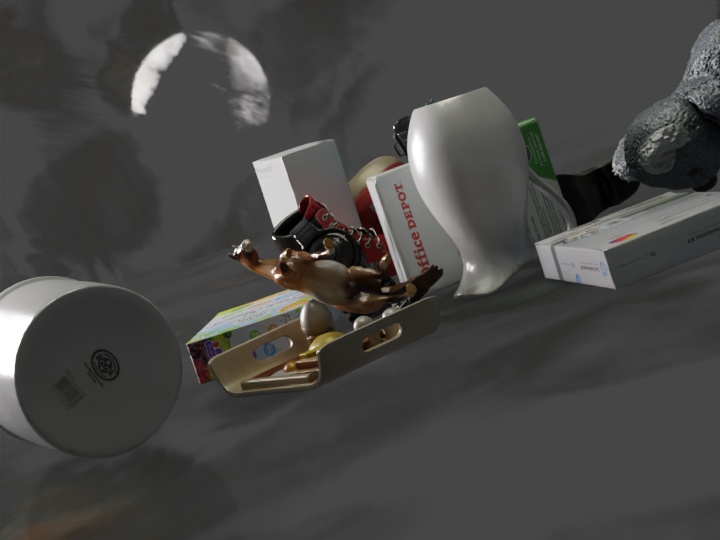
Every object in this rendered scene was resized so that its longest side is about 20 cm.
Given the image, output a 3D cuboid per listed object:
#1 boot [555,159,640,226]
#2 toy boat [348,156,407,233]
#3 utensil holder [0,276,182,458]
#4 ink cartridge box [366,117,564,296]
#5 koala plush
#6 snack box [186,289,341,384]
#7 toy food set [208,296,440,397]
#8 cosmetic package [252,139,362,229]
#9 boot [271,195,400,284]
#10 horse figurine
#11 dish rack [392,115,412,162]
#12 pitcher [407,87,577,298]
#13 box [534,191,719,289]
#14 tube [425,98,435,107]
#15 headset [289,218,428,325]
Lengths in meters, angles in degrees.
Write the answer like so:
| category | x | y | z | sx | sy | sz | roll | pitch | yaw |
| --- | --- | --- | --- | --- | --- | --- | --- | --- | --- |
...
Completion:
| category | x | y | z | sx | sy | sz | roll | pitch | yaw |
| --- | --- | --- | --- | --- | --- | --- | --- | --- | --- |
| boot | 0.236 | -0.077 | 1.880 | 0.199 | 0.070 | 0.174 | -18 | -1 | -30 |
| toy boat | 0.055 | -0.059 | 1.999 | 0.131 | 0.131 | 0.200 | -49 | -32 | 6 |
| utensil holder | -0.272 | 0.090 | 1.442 | 0.169 | 0.171 | 0.200 | -22 | 8 | -24 |
| ink cartridge box | 0.122 | -0.070 | 1.713 | 0.199 | 0.147 | 0.083 | -19 | 4 | -7 |
| koala plush | 0.383 | -0.165 | 1.724 | 0.199 | 0.184 | 0.177 | -31 | 6 | -1 |
| snack box | -0.102 | 0.063 | 1.677 | 0.142 | 0.053 | 0.200 | -20 | 6 | 8 |
| toy food set | -0.037 | 0.063 | 1.434 | 0.143 | 0.061 | 0.200 | -23 | 6 | -35 |
| cosmetic package | -0.055 | -0.058 | 1.909 | 0.081 | 0.201 | 0.113 | -22 | 7 | -22 |
| boot | -0.002 | -0.041 | 1.801 | 0.199 | 0.145 | 0.072 | -23 | 32 | -10 |
| horse figurine | -0.023 | 0.005 | 1.500 | 0.199 | 0.050 | 0.132 | 14 | -18 | -18 |
| dish rack | 0.120 | -0.125 | 2.009 | 0.054 | 0.200 | 0.153 | -34 | 0 | 18 |
| pitcher | 0.141 | -0.091 | 1.589 | 0.171 | 0.201 | 0.121 | -22 | 7 | -34 |
| box | 0.266 | -0.032 | 1.417 | 0.155 | 0.041 | 0.200 | -21 | 5 | -10 |
| tube | 0.115 | -0.110 | 1.837 | 0.050 | 0.201 | 0.077 | -19 | 7 | 6 |
| headset | 0.000 | 0.000 | 1.635 | 0.094 | 0.124 | 0.200 | -45 | 38 | -1 |
